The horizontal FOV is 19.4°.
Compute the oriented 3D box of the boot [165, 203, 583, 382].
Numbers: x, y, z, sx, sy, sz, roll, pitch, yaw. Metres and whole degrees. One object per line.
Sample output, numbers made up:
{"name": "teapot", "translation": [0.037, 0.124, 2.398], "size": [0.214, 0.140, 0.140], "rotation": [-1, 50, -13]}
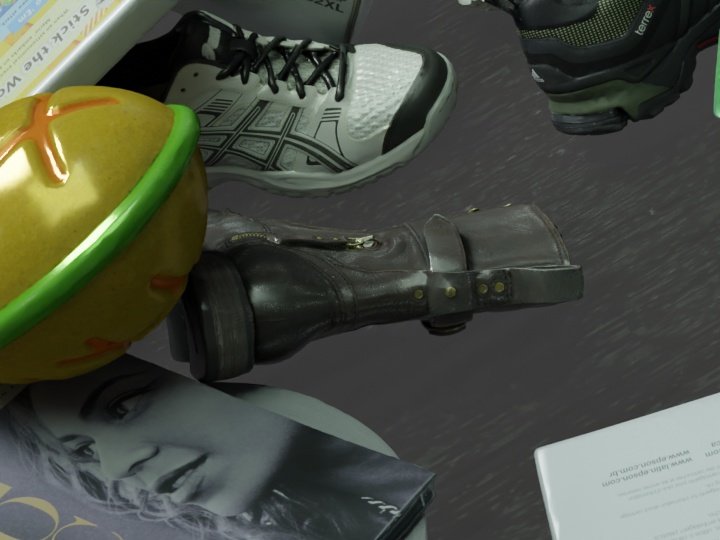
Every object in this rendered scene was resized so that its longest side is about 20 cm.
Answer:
{"name": "boot", "translation": [0.000, 0.000, 0.943], "size": [0.173, 0.070, 0.200], "rotation": [-10, 17, -11]}

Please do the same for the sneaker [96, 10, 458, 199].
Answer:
{"name": "sneaker", "translation": [-0.054, -0.085, 1.024], "size": [0.198, 0.088, 0.076], "rotation": [-9, 48, 13]}

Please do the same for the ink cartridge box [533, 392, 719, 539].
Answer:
{"name": "ink cartridge box", "translation": [0.179, 0.127, 0.788], "size": [0.198, 0.041, 0.201], "rotation": [-17, 49, 8]}

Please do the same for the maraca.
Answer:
{"name": "maraca", "translation": [-0.137, -0.007, 0.862], "size": [0.199, 0.107, 0.137], "rotation": [-25, 23, 43]}

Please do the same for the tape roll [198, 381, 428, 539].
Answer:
{"name": "tape roll", "translation": [-0.070, 0.132, 0.829], "size": [0.198, 0.067, 0.201], "rotation": [-4, 36, 3]}

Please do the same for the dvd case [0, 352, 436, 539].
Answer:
{"name": "dvd case", "translation": [-0.092, 0.094, 0.815], "size": [0.199, 0.016, 0.149], "rotation": [18, 43, 30]}

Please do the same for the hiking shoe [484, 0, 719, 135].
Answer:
{"name": "hiking shoe", "translation": [0.152, -0.154, 0.977], "size": [0.200, 0.101, 0.076], "rotation": [-41, 26, -13]}

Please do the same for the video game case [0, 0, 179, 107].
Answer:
{"name": "video game case", "translation": [-0.183, -0.120, 1.001], "size": [0.200, 0.023, 0.182], "rotation": [-43, 46, 6]}

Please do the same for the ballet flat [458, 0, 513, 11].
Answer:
{"name": "ballet flat", "translation": [0.136, -0.187, 1.048], "size": [0.200, 0.072, 0.072], "rotation": [-42, 50, -14]}

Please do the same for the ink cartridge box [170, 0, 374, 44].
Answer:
{"name": "ink cartridge box", "translation": [-0.038, -0.221, 1.098], "size": [0.144, 0.084, 0.201], "rotation": [20, 58, 2]}

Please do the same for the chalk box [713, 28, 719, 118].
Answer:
{"name": "chalk box", "translation": [0.247, -0.104, 0.893], "size": [0.198, 0.124, 0.126], "rotation": [-4, 50, 19]}
